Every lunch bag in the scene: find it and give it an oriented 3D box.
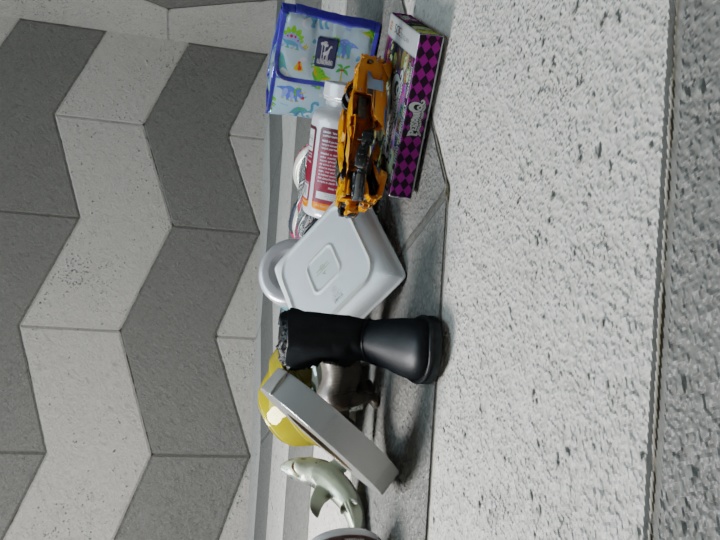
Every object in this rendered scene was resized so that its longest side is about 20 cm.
[{"bbox_3d":[-0.069,-0.356,1.216,0.201,0.168,0.129,115,156,-53],"label":"lunch bag"}]

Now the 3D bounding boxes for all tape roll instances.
[{"bbox_3d":[-0.040,0.200,0.885,0.037,0.203,0.203,-49,5,-14],"label":"tape roll"}]

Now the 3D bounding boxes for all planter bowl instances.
[{"bbox_3d":[-0.108,0.218,1.145,0.201,0.083,0.200,56,-174,-9],"label":"planter bowl"}]

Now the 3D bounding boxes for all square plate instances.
[{"bbox_3d":[-0.043,0.000,1.003,0.200,0.028,0.199,-45,46,23],"label":"square plate"}]

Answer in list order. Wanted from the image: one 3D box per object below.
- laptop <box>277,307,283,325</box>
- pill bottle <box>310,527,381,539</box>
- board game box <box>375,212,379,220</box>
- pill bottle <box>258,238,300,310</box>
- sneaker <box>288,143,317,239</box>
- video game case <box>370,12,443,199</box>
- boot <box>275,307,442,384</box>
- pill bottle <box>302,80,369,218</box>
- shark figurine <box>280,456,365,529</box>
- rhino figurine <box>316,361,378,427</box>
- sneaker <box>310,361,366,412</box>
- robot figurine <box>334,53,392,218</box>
[{"bbox_3d":[-0.120,0.037,1.411,0.199,0.103,0.179,11,91,43],"label":"laptop"},{"bbox_3d":[-0.012,0.421,0.843,0.201,0.108,0.110,-100,19,-46],"label":"pill bottle"},{"bbox_3d":[0.000,0.000,1.111,0.200,0.023,0.106,122,147,-64],"label":"board game box"},{"bbox_3d":[-0.089,0.028,1.201,0.200,0.109,0.112,51,-143,-68],"label":"pill bottle"},{"bbox_3d":[-0.070,-0.122,1.196,0.075,0.080,0.202,-123,34,-49],"label":"sneaker"},{"bbox_3d":[0.053,-0.220,0.930,0.182,0.035,0.202,-107,24,-62],"label":"video game case"},{"bbox_3d":[-0.010,0.085,0.815,0.200,0.166,0.077,166,109,-76],"label":"boot"},{"bbox_3d":[-0.024,-0.182,1.090,0.113,0.112,0.202,-120,37,-68],"label":"pill bottle"},{"bbox_3d":[-0.023,0.358,1.049,0.215,0.127,0.090,61,174,37],"label":"shark figurine"},{"bbox_3d":[-0.020,0.172,1.011,0.060,0.086,0.203,-154,69,-77],"label":"rhino figurine"},{"bbox_3d":[-0.032,0.130,1.094,0.077,0.088,0.203,39,-137,-77],"label":"sneaker"},{"bbox_3d":[0.002,-0.166,0.926,0.145,0.057,0.203,148,126,-76],"label":"robot figurine"}]
